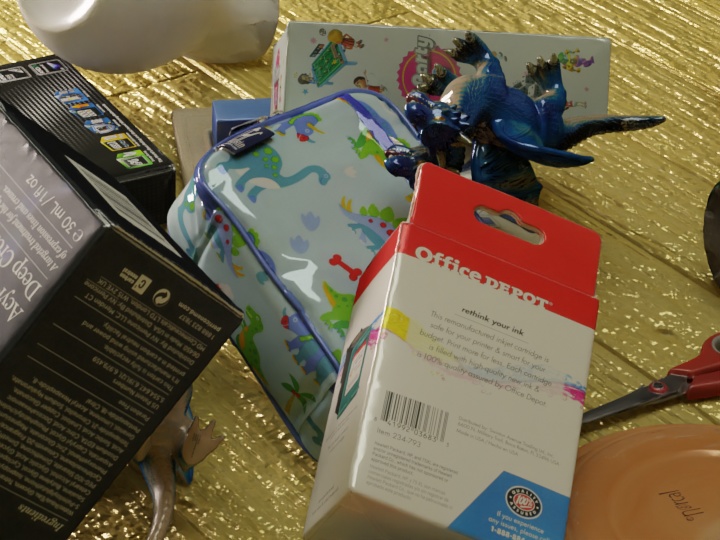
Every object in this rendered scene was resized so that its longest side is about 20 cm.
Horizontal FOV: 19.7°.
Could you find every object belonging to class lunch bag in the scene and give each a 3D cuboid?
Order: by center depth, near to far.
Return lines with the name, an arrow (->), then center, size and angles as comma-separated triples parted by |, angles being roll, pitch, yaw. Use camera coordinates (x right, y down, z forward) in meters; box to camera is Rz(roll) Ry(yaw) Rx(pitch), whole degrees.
lunch bag -> 0.000, 0.000, 1.165 | 0.160, 0.083, 0.201 | -23, 71, -36

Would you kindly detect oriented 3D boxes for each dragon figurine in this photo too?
dragon figurine -> -0.111, 0.080, 1.109 | 0.058, 0.099, 0.202 | 6, 69, -16
dragon figurine -> 0.091, -0.072, 1.178 | 0.199, 0.059, 0.100 | 17, 47, -34

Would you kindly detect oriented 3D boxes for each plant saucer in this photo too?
plant saucer -> 0.184, 0.139, 1.075 | 0.198, 0.033, 0.201 | 2, 31, -1

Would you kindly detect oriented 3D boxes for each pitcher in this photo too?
pitcher -> -0.178, -0.200, 1.502 | 0.170, 0.123, 0.200 | 2, 0, 28

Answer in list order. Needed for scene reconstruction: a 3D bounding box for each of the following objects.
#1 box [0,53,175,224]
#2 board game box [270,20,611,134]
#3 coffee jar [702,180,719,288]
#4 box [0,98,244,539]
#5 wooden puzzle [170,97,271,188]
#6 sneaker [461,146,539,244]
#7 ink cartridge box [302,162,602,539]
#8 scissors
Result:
box -> -0.248, -0.072, 1.376 | 0.192, 0.048, 0.200 | -12, 33, -27
board game box -> 0.045, -0.116, 1.314 | 0.198, 0.065, 0.148 | 3, 0, -6
coffee jar -> 0.321, -0.036, 1.311 | 0.199, 0.086, 0.104 | -17, 28, -29
box -> -0.182, 0.042, 1.037 | 0.107, 0.200, 0.148 | 36, 4, -44
wooden puzzle -> -0.028, -0.076, 1.395 | 0.183, 0.047, 0.201 | -4, 32, -9
sneaker -> 0.018, -0.012, 1.267 | 0.198, 0.075, 0.089 | -20, 71, -5
ink cartridge box -> 0.051, 0.057, 1.061 | 0.115, 0.067, 0.201 | 22, 55, -12
scissors -> 0.180, 0.065, 1.214 | 0.198, 0.014, 0.073 | -9, 35, -15
